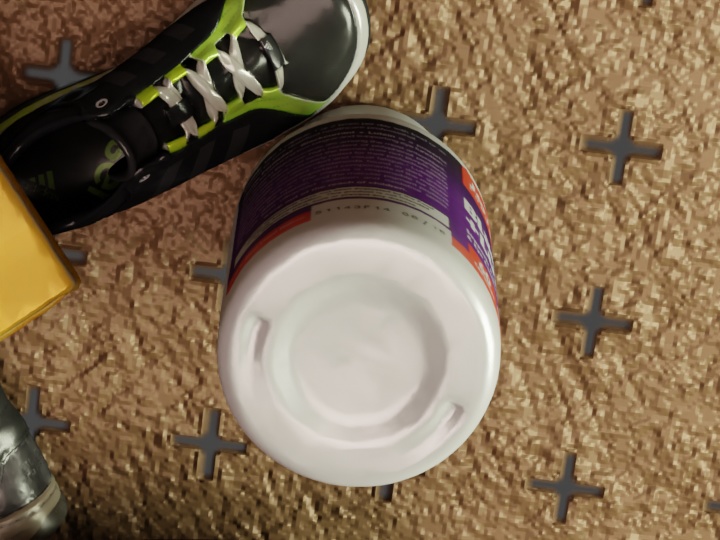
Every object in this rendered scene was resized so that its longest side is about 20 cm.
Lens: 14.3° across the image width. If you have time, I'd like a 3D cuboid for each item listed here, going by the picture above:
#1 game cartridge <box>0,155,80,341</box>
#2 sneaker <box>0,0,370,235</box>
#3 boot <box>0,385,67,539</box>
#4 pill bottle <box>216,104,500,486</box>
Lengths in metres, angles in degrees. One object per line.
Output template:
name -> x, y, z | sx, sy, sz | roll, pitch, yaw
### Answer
game cartridge -> -0.242, -0.030, 1.196 | 0.176, 0.032, 0.200 | -32, 90, 2
sneaker -> -0.082, -0.061, 1.230 | 0.200, 0.083, 0.072 | -30, 108, 11
boot -> -0.246, 0.076, 1.288 | 0.199, 0.073, 0.151 | -15, 111, 2
pill bottle -> 0.000, 0.000, 1.189 | 0.111, 0.200, 0.112 | 0, 111, 0
